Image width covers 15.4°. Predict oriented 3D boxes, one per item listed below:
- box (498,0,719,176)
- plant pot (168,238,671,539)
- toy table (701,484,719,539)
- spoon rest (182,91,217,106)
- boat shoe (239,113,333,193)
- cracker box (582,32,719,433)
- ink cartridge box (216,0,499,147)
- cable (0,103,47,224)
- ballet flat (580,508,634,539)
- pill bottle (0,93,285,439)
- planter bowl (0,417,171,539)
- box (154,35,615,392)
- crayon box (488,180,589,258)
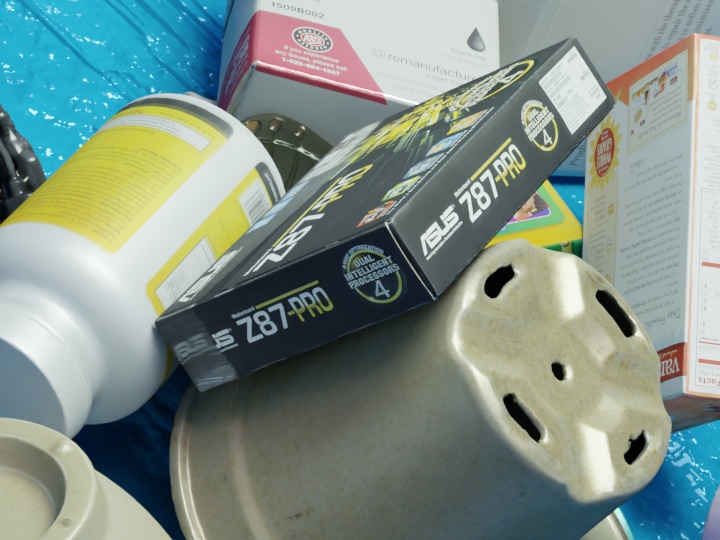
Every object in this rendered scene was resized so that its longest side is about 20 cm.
[{"bbox_3d":[0.145,-0.191,1.642,0.171,0.199,0.200,0,46,-25],"label":"box"},{"bbox_3d":[0.042,0.083,1.284,0.200,0.183,0.200,23,50,-31],"label":"plant pot"},{"bbox_3d":[0.274,0.116,1.426,0.117,0.184,0.200,26,39,21],"label":"toy table"},{"bbox_3d":[-0.094,-0.031,1.469,0.099,0.061,0.200,14,42,-12],"label":"spoon rest"},{"bbox_3d":[0.000,0.000,1.427,0.200,0.074,0.076,41,44,6],"label":"boat shoe"},{"bbox_3d":[0.174,-0.016,1.468,0.058,0.134,0.200,9,77,-20],"label":"cracker box"},{"bbox_3d":[-0.001,-0.136,1.515,0.146,0.083,0.200,13,43,-11],"label":"ink cartridge box"},{"bbox_3d":[-0.223,-0.036,1.340,0.163,0.051,0.200,-38,114,-50],"label":"cable"},{"bbox_3d":[0.082,0.096,1.434,0.069,0.069,0.200,-3,47,-28],"label":"ballet flat"},{"bbox_3d":[-0.127,0.005,1.323,0.112,0.112,0.200,33,44,8],"label":"pill bottle"},{"bbox_3d":[-0.161,0.150,1.144,0.200,0.135,0.200,-5,35,3],"label":"planter bowl"},{"bbox_3d":[0.015,-0.029,1.289,0.049,0.161,0.200,56,42,-11],"label":"box"},{"bbox_3d":[0.029,-0.060,1.559,0.119,0.058,0.200,-12,54,-34],"label":"crayon box"}]
